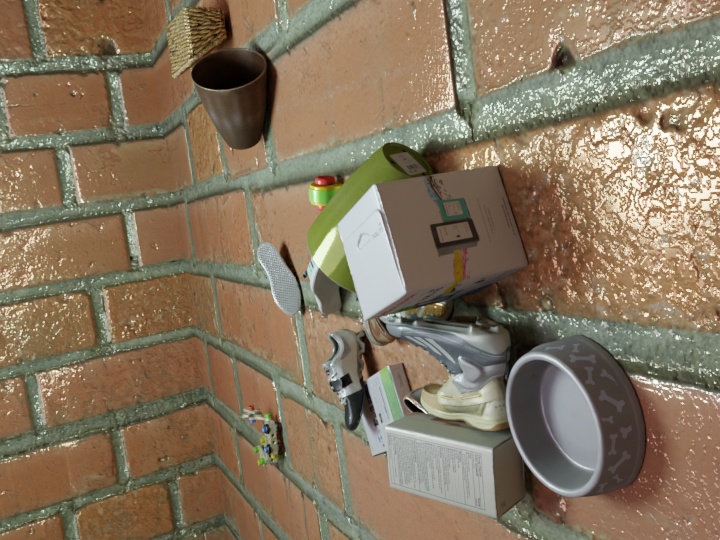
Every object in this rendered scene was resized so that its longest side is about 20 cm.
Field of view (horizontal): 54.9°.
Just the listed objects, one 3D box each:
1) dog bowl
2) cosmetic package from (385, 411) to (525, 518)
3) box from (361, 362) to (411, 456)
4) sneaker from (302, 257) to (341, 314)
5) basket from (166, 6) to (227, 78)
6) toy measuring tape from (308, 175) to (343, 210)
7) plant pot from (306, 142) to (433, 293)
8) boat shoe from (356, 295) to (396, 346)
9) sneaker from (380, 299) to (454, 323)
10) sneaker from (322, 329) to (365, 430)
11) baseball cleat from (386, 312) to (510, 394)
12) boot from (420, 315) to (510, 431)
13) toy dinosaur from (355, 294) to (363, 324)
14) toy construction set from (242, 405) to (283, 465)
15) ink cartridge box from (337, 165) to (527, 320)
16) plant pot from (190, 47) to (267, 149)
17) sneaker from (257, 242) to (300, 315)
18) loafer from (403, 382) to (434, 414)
[{"bbox_3d":[0.255,0.184,0.860,0.199,0.057,0.205,37,133,55],"label":"dog bowl"},{"bbox_3d":[0.139,0.284,1.035,0.197,0.086,0.107,3,99,43],"label":"cosmetic package"},{"bbox_3d":[0.052,0.277,1.359,0.200,0.035,0.148,-46,58,62],"label":"box"},{"bbox_3d":[-0.086,-0.004,1.465,0.202,0.072,0.120,93,156,-58],"label":"sneaker"},{"bbox_3d":[-0.447,-0.630,1.936,0.198,0.140,0.154,-3,95,59],"label":"basket"},{"bbox_3d":[-0.056,-0.147,1.380,0.199,0.072,0.076,32,128,58],"label":"toy measuring tape"},{"bbox_3d":[0.034,-0.096,1.119,0.202,0.183,0.189,-59,46,34],"label":"plant pot"},{"bbox_3d":[0.031,0.036,1.274,0.071,0.074,0.205,-18,92,61],"label":"boat shoe"},{"bbox_3d":[0.109,0.073,1.116,0.087,0.076,0.199,40,164,-15],"label":"sneaker"},{"bbox_3d":[-0.039,0.220,1.402,0.074,0.086,0.205,137,135,-59],"label":"sneaker"},{"bbox_3d":[0.116,0.114,0.965,0.197,0.069,0.110,4,100,43],"label":"baseball cleat"},{"bbox_3d":[0.152,0.146,1.048,0.199,0.071,0.160,1,101,63],"label":"boot"},{"bbox_3d":[0.000,0.000,1.355,0.088,0.046,0.206,-2,93,61],"label":"toy dinosaur"},{"bbox_3d":[-0.292,0.508,2.130,0.130,0.090,0.205,8,118,64],"label":"toy construction set"},{"bbox_3d":[0.094,-0.037,0.952,0.147,0.195,0.150,-38,66,62],"label":"ink cartridge box"},{"bbox_3d":[-0.307,-0.411,1.720,0.188,0.183,0.203,55,160,41],"label":"plant pot"},{"bbox_3d":[-0.199,0.024,1.777,0.082,0.072,0.204,59,-173,-74],"label":"sneaker"},{"bbox_3d":[0.138,0.270,1.136,0.201,0.061,0.073,52,144,45],"label":"loafer"}]
